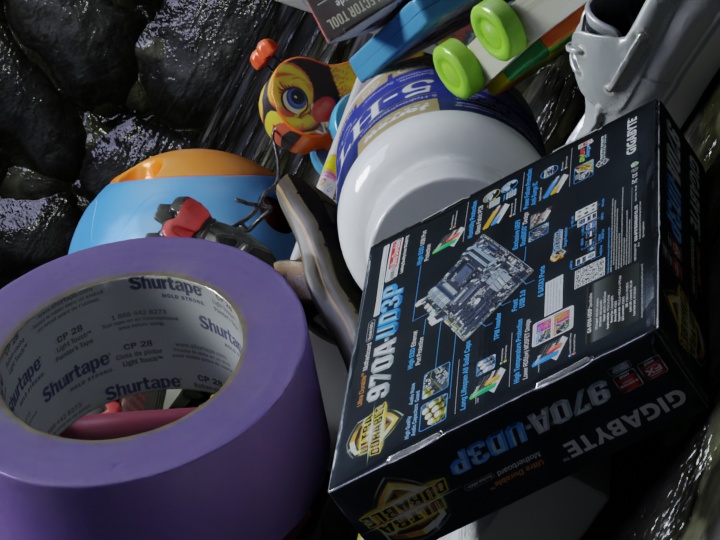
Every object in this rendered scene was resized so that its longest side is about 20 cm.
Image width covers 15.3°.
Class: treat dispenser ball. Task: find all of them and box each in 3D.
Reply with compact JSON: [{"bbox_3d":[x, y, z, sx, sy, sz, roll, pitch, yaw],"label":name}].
[{"bbox_3d":[-0.120,0.010,1.993,0.202,0.200,0.201,-61,10,18],"label":"treat dispenser ball"}]

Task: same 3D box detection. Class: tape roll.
[{"bbox_3d":[-0.119,0.076,1.425,0.201,0.199,0.085,-75,-21,-49],"label":"tape roll"}]

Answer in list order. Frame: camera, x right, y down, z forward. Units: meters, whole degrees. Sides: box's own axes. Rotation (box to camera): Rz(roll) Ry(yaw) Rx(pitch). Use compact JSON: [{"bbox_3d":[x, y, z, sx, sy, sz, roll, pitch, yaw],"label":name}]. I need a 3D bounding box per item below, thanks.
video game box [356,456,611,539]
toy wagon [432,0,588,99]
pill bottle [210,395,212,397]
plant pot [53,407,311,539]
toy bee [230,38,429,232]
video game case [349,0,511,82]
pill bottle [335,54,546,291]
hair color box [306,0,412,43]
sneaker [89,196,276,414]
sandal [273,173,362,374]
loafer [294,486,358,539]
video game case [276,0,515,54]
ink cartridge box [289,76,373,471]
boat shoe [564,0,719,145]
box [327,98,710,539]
[{"bbox_3d":[0.051,0.113,1.234,0.200,0.047,0.183,-58,13,30],"label":"video game box"},{"bbox_3d":[0.111,-0.142,1.419,0.155,0.040,0.200,-34,-3,-20],"label":"toy wagon"},{"bbox_3d":[-0.084,0.124,1.755,0.112,0.112,0.200,-59,11,31],"label":"pill bottle"},{"bbox_3d":[-0.124,0.163,1.557,0.200,0.178,0.201,165,90,-77],"label":"plant pot"},{"bbox_3d":[-0.019,-0.113,1.771,0.199,0.109,0.131,-21,-9,-44],"label":"toy bee"},{"bbox_3d":[0.096,-0.171,1.494,0.199,0.018,0.143,-30,0,-17],"label":"video game case"},{"bbox_3d":[0.046,-0.036,1.437,0.120,0.119,0.200,-61,10,15],"label":"pill bottle"},{"bbox_3d":[0.046,-0.189,1.504,0.111,0.064,0.200,-29,1,23],"label":"hair color box"},{"bbox_3d":[-0.110,0.055,1.679,0.071,0.097,0.201,99,-170,-70],"label":"sneaker"},{"bbox_3d":[-0.015,0.020,1.479,0.055,0.082,0.201,-38,45,16],"label":"sandal"},{"bbox_3d":[-0.017,0.174,1.412,0.200,0.073,0.072,-55,0,1],"label":"loafer"},{"bbox_3d":[0.047,-0.201,1.684,0.200,0.181,0.024,131,153,-59],"label":"video game case"},{"bbox_3d":[0.000,0.000,1.636,0.145,0.084,0.201,108,-179,-55],"label":"ink cartridge box"},{"bbox_3d":[0.137,-0.110,1.283,0.200,0.068,0.072,-55,13,45],"label":"boat shoe"},{"bbox_3d":[0.071,0.021,1.151,0.158,0.046,0.200,-28,24,20],"label":"box"}]
